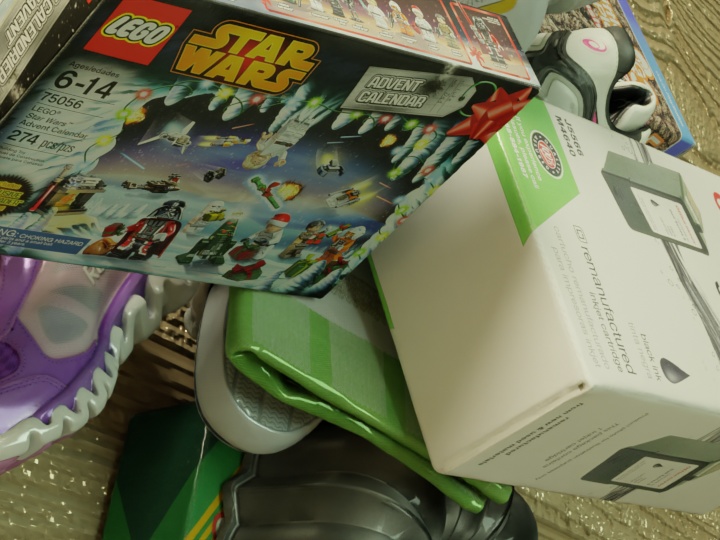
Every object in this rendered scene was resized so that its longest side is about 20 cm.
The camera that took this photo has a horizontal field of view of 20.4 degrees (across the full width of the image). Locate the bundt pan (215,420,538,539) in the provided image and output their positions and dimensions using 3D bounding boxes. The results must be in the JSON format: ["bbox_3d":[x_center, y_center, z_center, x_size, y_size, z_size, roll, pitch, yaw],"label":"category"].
[{"bbox_3d":[0.024,0.148,0.870,0.202,0.075,0.203,30,53,-50],"label":"bundt pan"}]

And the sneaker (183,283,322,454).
[{"bbox_3d":[-0.043,0.019,0.882,0.073,0.071,0.200,38,31,-16],"label":"sneaker"}]

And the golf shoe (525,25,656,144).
[{"bbox_3d":[0.108,-0.051,0.982,0.200,0.092,0.073,58,10,-66],"label":"golf shoe"}]

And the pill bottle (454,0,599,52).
[{"bbox_3d":[0.005,-0.123,0.809,0.199,0.112,0.113,-19,96,-22],"label":"pill bottle"}]

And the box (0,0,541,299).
[{"bbox_3d":[-0.049,-0.052,0.708,0.199,0.137,0.040,8,48,-44],"label":"box"}]

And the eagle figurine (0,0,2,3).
[{"bbox_3d":[-0.155,-0.118,0.710,0.200,0.150,0.152,56,48,-42],"label":"eagle figurine"}]

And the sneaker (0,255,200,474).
[{"bbox_3d":[-0.130,0.011,0.781,0.089,0.080,0.200,58,31,-16],"label":"sneaker"}]

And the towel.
[{"bbox_3d":[0.000,0.000,0.868,0.149,0.031,0.201,31,35,-25],"label":"towel"}]

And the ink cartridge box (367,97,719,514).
[{"bbox_3d":[0.101,0.017,0.864,0.199,0.084,0.146,14,50,-48],"label":"ink cartridge box"}]

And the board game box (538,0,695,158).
[{"bbox_3d":[0.069,-0.128,1.075,0.200,0.097,0.160,16,46,-55],"label":"board game box"}]

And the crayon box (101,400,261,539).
[{"bbox_3d":[-0.061,0.172,0.845,0.127,0.051,0.201,43,45,-42],"label":"crayon box"}]
